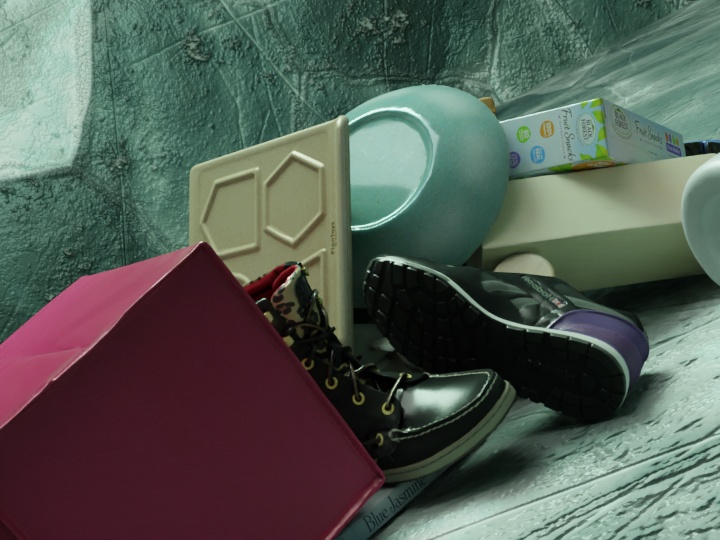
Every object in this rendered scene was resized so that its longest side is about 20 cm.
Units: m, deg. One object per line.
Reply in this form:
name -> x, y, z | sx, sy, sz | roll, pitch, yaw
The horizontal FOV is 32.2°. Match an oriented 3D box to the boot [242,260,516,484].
boot -> -0.010, 0.065, 0.829 | 0.200, 0.151, 0.073 | -19, 22, 43

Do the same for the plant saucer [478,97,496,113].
plant saucer -> 0.041, -0.105, 1.184 | 0.200, 0.038, 0.200 | -26, -1, 0

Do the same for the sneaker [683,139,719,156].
sneaker -> 0.284, -0.078, 1.217 | 0.200, 0.076, 0.078 | -20, 7, 25

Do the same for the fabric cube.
fabric cube -> -0.148, 0.126, 0.780 | 0.200, 0.196, 0.199 | -44, 18, -29

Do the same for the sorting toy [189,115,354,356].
sorting toy -> -0.069, -0.008, 0.965 | 0.036, 0.186, 0.200 | 10, -17, -42

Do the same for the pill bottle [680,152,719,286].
pill bottle -> 0.331, -0.067, 0.882 | 0.200, 0.112, 0.112 | -31, 10, -27

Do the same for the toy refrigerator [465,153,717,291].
toy refrigerator -> 0.183, -0.034, 0.972 | 0.199, 0.070, 0.076 | -9, -35, -4

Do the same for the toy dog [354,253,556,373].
toy dog -> 0.068, 0.068, 0.935 | 0.200, 0.132, 0.096 | -28, 46, 20

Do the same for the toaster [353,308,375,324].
toaster -> 0.000, 0.000, 1.064 | 0.200, 0.114, 0.129 | -51, -21, -7

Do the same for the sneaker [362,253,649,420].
sneaker -> 0.100, 0.034, 0.863 | 0.200, 0.076, 0.088 | 24, 34, 20

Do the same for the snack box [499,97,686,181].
snack box -> 0.178, -0.092, 1.053 | 0.142, 0.053, 0.200 | -12, -9, 32

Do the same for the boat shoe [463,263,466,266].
boat shoe -> 0.169, -0.022, 1.115 | 0.200, 0.072, 0.068 | -14, -35, -44

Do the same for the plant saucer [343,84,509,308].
plant saucer -> 0.017, -0.069, 0.968 | 0.201, 0.039, 0.201 | -16, 55, 25

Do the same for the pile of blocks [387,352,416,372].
pile of blocks -> 0.108, 0.055, 1.047 | 0.200, 0.082, 0.062 | -33, 50, 16

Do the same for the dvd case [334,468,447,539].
dvd case -> -0.022, 0.164, 0.869 | 0.200, 0.018, 0.143 | -34, 12, -39
